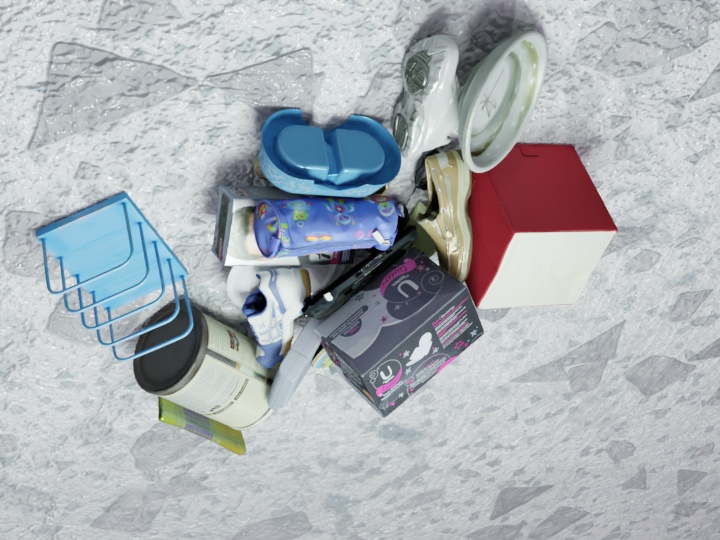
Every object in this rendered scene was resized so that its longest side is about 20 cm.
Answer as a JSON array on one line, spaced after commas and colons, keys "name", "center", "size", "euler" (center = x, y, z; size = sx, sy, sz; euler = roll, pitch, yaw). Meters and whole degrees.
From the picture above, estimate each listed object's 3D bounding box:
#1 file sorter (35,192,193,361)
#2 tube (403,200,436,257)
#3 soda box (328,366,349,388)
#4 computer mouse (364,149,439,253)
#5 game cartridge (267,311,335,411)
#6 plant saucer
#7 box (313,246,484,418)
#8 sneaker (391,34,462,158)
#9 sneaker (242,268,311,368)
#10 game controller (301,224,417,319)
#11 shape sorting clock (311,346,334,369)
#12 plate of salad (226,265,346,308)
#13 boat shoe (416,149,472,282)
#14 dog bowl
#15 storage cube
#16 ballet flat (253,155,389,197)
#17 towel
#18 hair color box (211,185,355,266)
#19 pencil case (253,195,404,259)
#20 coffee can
[{"name": "file sorter", "center": [-0.337, 0.018, 1.508], "size": [0.138, 0.123, 0.200], "euler": [-22, 143, 5]}, {"name": "tube", "center": [0.062, -0.018, 1.685], "size": [0.058, 0.052, 0.200], "euler": [22, 130, -26]}, {"name": "soda box", "center": [0.040, 0.124, 1.837], "size": [0.199, 0.068, 0.064], "euler": [-26, 145, 9]}, {"name": "computer mouse", "center": [0.060, -0.104, 1.606], "size": [0.058, 0.034, 0.200], "euler": [6, 130, -43]}, {"name": "game cartridge", "center": [-0.079, 0.114, 1.687], "size": [0.041, 0.200, 0.133], "euler": [28, 144, 7]}, {"name": "plant saucer", "center": [0.178, -0.231, 1.434], "size": [0.200, 0.050, 0.201], "euler": [-44, 151, -32]}, {"name": "box", "center": [0.056, 0.086, 1.561], "size": [0.200, 0.132, 0.115], "euler": [-38, 137, -13]}, {"name": "sneaker", "center": [0.105, -0.238, 1.433], "size": [0.099, 0.078, 0.200], "euler": [-13, 150, -22]}, {"name": "sneaker", "center": [-0.141, 0.068, 1.621], "size": [0.088, 0.075, 0.200], "euler": [4, 132, -20]}, {"name": "game controller", "center": [0.000, 0.000, 1.559], "size": [0.200, 0.042, 0.104], "euler": [-37, 170, -27]}, {"name": "shape sorting clock", "center": [0.008, 0.099, 1.714], "size": [0.200, 0.039, 0.200], "euler": [-34, 165, -11]}, {"name": "plate of salad", "center": [-0.111, -0.008, 1.632], "size": [0.199, 0.048, 0.200], "euler": [-19, 147, -13]}, {"name": "boat shoe", "center": [0.116, -0.074, 1.564], "size": [0.076, 0.072, 0.201], "euler": [-9, 106, -20]}, {"name": "dog bowl", "center": [-0.045, -0.152, 1.440], "size": [0.199, 0.112, 0.050], "euler": [2, 152, -25]}, {"name": "storage cube", "center": [0.248, -0.066, 1.604], "size": [0.199, 0.180, 0.171], "euler": [-1, 139, -20]}, {"name": "ballet flat", "center": [-0.047, -0.132, 1.492], "size": [0.199, 0.065, 0.071], "euler": [-2, 137, -21]}, {"name": "towel", "center": [-0.267, 0.222, 1.767], "size": [0.023, 0.144, 0.200], "euler": [-37, 138, 18]}, {"name": "hair color box", "center": [-0.101, -0.062, 1.509], "size": [0.199, 0.061, 0.099], "euler": [-1, 112, -28]}, {"name": "pencil case", "center": [-0.042, -0.059, 1.454], "size": [0.199, 0.087, 0.078], "euler": [-4, 130, -26]}, {"name": "coffee can", "center": [-0.235, 0.155, 1.696], "size": [0.146, 0.147, 0.200], "euler": [-34, 140, 19]}]
